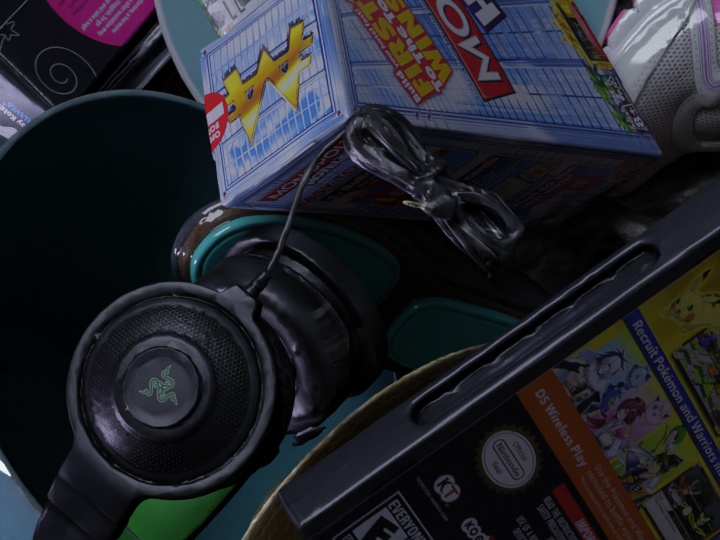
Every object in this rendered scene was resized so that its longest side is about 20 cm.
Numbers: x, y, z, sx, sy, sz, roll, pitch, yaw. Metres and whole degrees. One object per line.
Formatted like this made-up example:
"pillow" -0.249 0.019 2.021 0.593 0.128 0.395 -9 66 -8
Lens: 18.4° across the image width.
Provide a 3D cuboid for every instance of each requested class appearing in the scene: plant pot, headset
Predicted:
"plant pot" -0.102 0.049 0.867 0.135 0.200 0.201 -29 39 45
"headset" -0.029 0.036 0.702 0.094 0.123 0.200 38 119 13

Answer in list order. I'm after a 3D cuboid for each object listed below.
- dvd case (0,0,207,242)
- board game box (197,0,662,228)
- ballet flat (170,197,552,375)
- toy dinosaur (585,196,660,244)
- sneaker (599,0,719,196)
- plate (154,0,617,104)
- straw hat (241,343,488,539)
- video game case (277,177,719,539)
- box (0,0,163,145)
"dvd case" -0.141 -0.036 0.982 0.016 0.149 0.200 43 76 -4
"board game box" -0.001 -0.097 0.792 0.062 0.200 0.200 -34 84 30
"ballet flat" 0.000 0.000 0.834 0.073 0.200 0.073 -20 60 41
"toy dinosaur" 0.144 0.029 0.827 0.102 0.077 0.200 -21 29 -9
"sneaker" 0.173 -0.085 0.877 0.200 0.081 0.088 -34 61 3
"plate" 0.011 -0.130 0.907 0.199 0.026 0.201 1 93 17
"straw hat" 0.008 0.103 0.757 0.201 0.201 0.085 -48 36 -13
"video game case" 0.096 0.085 0.710 0.180 0.200 0.026 -35 36 -1
"box" -0.155 -0.135 0.974 0.115 0.132 0.200 -42 10 45
